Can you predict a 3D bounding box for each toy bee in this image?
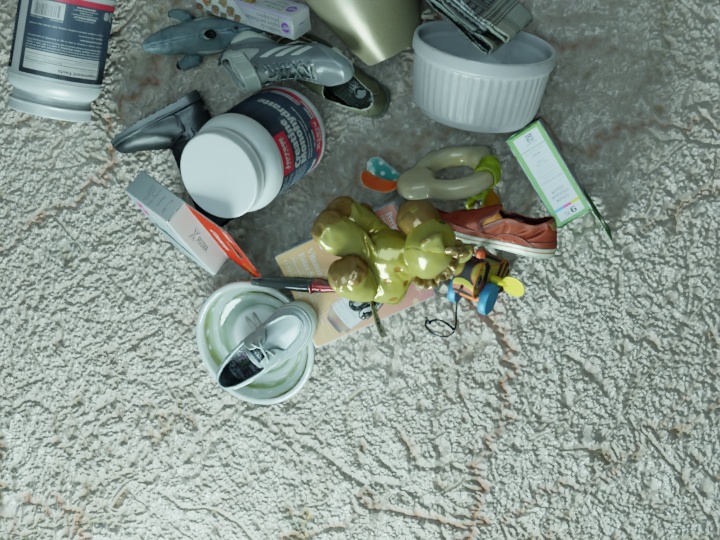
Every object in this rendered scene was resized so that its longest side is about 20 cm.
[{"bbox_3d":[0.170,0.010,1.671,0.130,0.200,0.109,13,116,4],"label":"toy bee"}]

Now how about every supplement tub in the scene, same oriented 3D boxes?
[{"bbox_3d":[-0.449,-0.333,1.763,0.139,0.140,0.201,14,101,7],"label":"supplement tub"},{"bbox_3d":[-0.151,-0.170,1.685,0.140,0.200,0.141,13,120,22],"label":"supplement tub"}]

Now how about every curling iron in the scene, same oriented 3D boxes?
[{"bbox_3d":[-0.064,0.032,1.702,0.199,0.026,0.050,11,98,9],"label":"curling iron"}]

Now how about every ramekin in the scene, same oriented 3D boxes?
[{"bbox_3d":[0.165,-0.269,1.642,0.199,0.200,0.106,12,118,8],"label":"ramekin"}]

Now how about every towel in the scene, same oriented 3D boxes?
[{"bbox_3d":[0.144,-0.386,1.626,0.192,0.200,0.035,42,124,1],"label":"towel"}]

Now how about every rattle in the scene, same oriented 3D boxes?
[{"bbox_3d":[0.108,-0.103,1.728,0.199,0.131,0.143,-15,139,-2],"label":"rattle"}]

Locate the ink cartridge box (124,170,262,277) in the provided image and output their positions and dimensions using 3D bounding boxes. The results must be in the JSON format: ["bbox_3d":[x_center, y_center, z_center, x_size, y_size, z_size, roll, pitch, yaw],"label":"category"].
[{"bbox_3d":[-0.236,-0.045,1.720,0.173,0.200,0.044,36,80,24],"label":"ink cartridge box"}]

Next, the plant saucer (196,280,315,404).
[{"bbox_3d":[-0.155,0.105,1.814,0.199,0.050,0.201,7,110,20],"label":"plant saucer"}]

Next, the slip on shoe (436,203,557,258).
[{"bbox_3d":[0.180,-0.067,1.649,0.199,0.074,0.062,12,106,7],"label":"slip on shoe"}]

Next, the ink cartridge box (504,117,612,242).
[{"bbox_3d":[0.283,-0.119,1.688,0.059,0.104,0.201,-32,93,13],"label":"ink cartridge box"}]

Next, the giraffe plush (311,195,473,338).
[{"bbox_3d":[0.055,-0.028,1.588,0.162,0.173,0.201,-24,101,26],"label":"giraffe plush"}]

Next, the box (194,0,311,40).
[{"bbox_3d":[-0.160,-0.382,1.711,0.199,0.041,0.039,24,139,32],"label":"box"}]

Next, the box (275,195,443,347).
[{"bbox_3d":[0.000,0.000,1.754,0.199,0.106,0.153,-25,94,13],"label":"box"}]

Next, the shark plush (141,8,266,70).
[{"bbox_3d":[-0.218,-0.340,1.751,0.199,0.083,0.092,5,99,9],"label":"shark plush"}]

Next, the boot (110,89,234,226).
[{"bbox_3d":[-0.269,-0.150,1.804,0.164,0.066,0.201,-26,98,14],"label":"boot"}]

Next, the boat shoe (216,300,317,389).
[{"bbox_3d":[-0.141,0.118,1.736,0.070,0.071,0.201,50,125,-1],"label":"boat shoe"}]

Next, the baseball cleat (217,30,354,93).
[{"bbox_3d":[-0.110,-0.281,1.675,0.199,0.107,0.070,16,143,27],"label":"baseball cleat"}]

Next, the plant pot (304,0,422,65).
[{"bbox_3d":[0.003,-0.400,1.671,0.186,0.187,0.201,-26,107,12],"label":"plant pot"}]

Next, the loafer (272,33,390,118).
[{"bbox_3d":[-0.047,-0.291,1.736,0.199,0.070,0.076,28,102,5],"label":"loafer"}]
